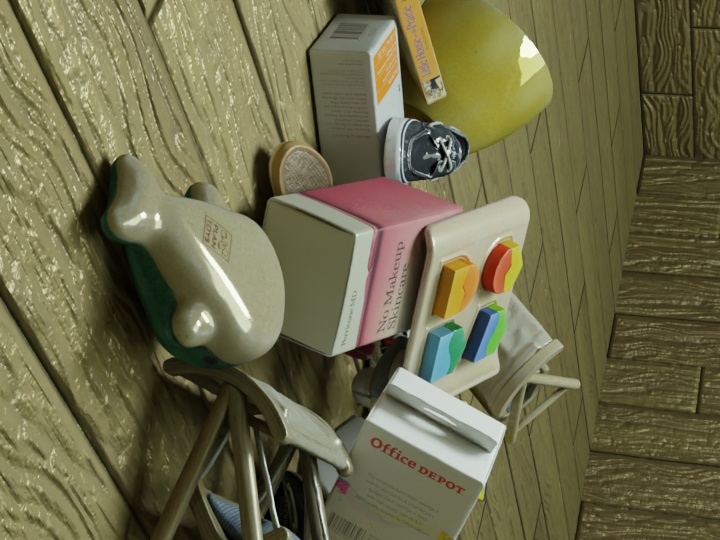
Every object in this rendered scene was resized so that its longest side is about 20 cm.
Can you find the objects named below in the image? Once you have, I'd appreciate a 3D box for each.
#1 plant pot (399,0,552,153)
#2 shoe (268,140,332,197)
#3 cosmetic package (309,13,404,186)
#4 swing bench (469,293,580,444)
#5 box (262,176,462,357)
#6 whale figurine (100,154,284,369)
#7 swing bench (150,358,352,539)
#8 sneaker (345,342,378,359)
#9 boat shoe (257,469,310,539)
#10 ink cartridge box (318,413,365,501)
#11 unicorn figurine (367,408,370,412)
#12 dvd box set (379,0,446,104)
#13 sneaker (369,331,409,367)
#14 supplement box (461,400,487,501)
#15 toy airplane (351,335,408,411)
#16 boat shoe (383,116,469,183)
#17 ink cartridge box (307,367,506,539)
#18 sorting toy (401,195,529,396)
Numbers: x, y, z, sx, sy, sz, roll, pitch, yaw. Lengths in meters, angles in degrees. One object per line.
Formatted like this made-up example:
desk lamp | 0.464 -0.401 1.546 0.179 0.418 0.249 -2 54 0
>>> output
plant pot | 0.113 -0.219 1.805 0.142 0.199 0.201 -49 149 -19
shoe | -0.058 -0.064 1.495 0.070 0.053 0.200 -56 148 -19
cosmetic package | 0.001 -0.165 1.606 0.102 0.071 0.202 -61 151 -53
swing bench | 0.171 0.096 1.965 0.129 0.199 0.200 -39 154 -1
box | -0.003 -0.008 1.457 0.199 0.108 0.129 -16 123 -54
whale figurine | -0.146 -0.002 1.174 0.200 0.103 0.160 42 37 -40
swing bench | -0.091 0.193 1.286 0.199 0.128 0.202 42 55 -68
sneaker | 0.000 0.000 1.650 0.088 0.073 0.201 -65 158 -47
boat shoe | -0.081 0.297 1.463 0.068 0.073 0.202 34 60 -67
ink cartridge box | 0.023 0.275 1.655 0.083 0.147 0.201 -35 145 -9
unicorn figurine | 0.055 0.231 1.791 0.074 0.200 0.138 -41 137 -4
dvd box set | 0.043 -0.300 1.657 0.200 0.029 0.147 66 2 -57
sneaker | 0.038 0.083 1.806 0.082 0.077 0.202 51 37 -60
supplement box | 0.103 0.237 1.975 0.200 0.108 0.110 45 52 -69
toy airplane | 0.058 0.115 1.636 0.200 0.140 0.201 -78 161 -48
boat shoe | 0.076 -0.130 1.623 0.200 0.067 0.073 -15 108 -72
ink cartridge box | 0.048 0.205 1.439 0.201 0.128 0.125 -64 175 25
sorting toy | 0.112 0.036 1.520 0.184 0.036 0.202 -20 124 -50
